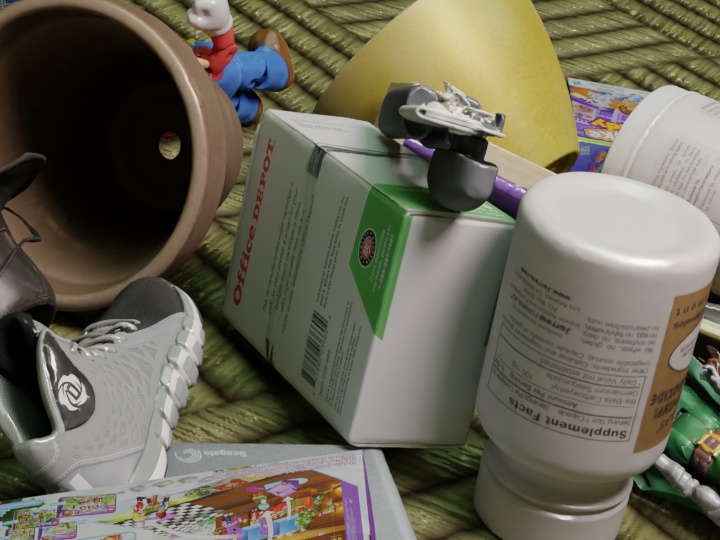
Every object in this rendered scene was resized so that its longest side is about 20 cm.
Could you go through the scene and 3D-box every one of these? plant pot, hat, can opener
[{"bbox_3d":[-0.159,-0.081,1.283,0.199,0.201,0.174,20,11,17],"label":"plant pot"},{"bbox_3d":[-0.222,0.023,1.088,0.081,0.201,0.201,43,30,-4],"label":"hat"},{"bbox_3d":[0.079,-0.107,1.421,0.142,0.200,0.200,50,39,11],"label":"plant pot"},{"bbox_3d":[0.041,-0.078,1.118,0.052,0.067,0.200,16,7,-8],"label":"can opener"}]

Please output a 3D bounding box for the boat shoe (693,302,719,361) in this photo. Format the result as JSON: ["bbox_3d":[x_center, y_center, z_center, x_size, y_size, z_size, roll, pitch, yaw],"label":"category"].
[{"bbox_3d":[0.301,0.056,1.272,0.200,0.072,0.066,20,69,6],"label":"boat shoe"}]

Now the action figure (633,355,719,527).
[{"bbox_3d":[0.199,0.099,1.162,0.118,0.055,0.200,-44,53,-11],"label":"action figure"}]

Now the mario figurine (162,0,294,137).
[{"bbox_3d":[-0.135,-0.162,1.460,0.105,0.124,0.200,18,11,24],"label":"mario figurine"}]

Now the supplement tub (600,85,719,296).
[{"bbox_3d":[0.288,-0.042,1.404,0.199,0.133,0.132,29,33,30],"label":"supplement tub"}]

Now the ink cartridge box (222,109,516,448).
[{"bbox_3d":[0.000,0.000,1.172,0.084,0.147,0.200,3,20,-29],"label":"ink cartridge box"}]

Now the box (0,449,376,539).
[{"bbox_3d":[-0.089,0.156,0.932,0.199,0.039,0.137,-8,31,1],"label":"box"}]

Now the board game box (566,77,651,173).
[{"bbox_3d":[0.268,-0.099,1.594,0.199,0.045,0.135,10,28,-3],"label":"board game box"}]

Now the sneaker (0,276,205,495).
[{"bbox_3d":[-0.151,0.046,1.060,0.116,0.075,0.201,47,26,-29],"label":"sneaker"}]

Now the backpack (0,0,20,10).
[{"bbox_3d":[-0.279,-0.182,1.403,0.151,0.200,0.178,46,9,-27],"label":"backpack"}]

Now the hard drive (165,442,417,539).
[{"bbox_3d":[-0.034,0.160,1.014,0.139,0.033,0.200,2,29,-16],"label":"hard drive"}]

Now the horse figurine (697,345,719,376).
[{"bbox_3d":[0.302,0.122,1.193,0.199,0.050,0.133,12,34,6],"label":"horse figurine"}]

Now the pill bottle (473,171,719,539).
[{"bbox_3d":[0.126,0.056,1.086,0.114,0.201,0.115,9,27,-4],"label":"pill bottle"}]

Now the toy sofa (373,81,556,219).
[{"bbox_3d":[0.093,-0.047,1.307,0.199,0.098,0.083,24,1,-12],"label":"toy sofa"}]
